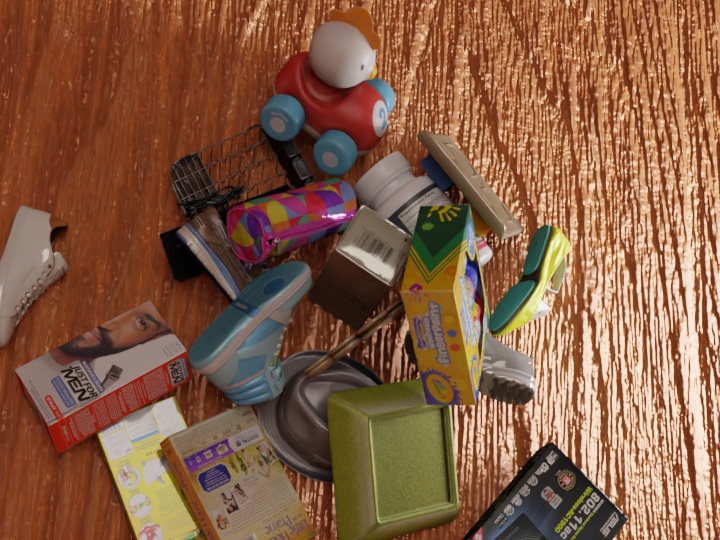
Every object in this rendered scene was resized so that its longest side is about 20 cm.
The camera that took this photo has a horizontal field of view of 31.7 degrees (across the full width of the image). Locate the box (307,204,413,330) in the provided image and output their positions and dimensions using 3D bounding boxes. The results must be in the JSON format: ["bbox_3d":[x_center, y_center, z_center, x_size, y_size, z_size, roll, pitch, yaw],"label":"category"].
[{"bbox_3d":[0.000,0.000,1.711,0.094,0.200,0.078,32,67,1],"label":"box"}]

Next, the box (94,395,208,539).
[{"bbox_3d":[-0.256,0.278,1.637,0.116,0.048,0.202,-19,74,-19],"label":"box"}]

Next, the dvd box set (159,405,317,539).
[{"bbox_3d":[-0.155,0.283,1.634,0.145,0.029,0.202,-21,78,-46],"label":"dvd box set"}]

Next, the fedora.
[{"bbox_3d":[-0.036,0.187,1.696,0.198,0.090,0.178,31,67,-1],"label":"fedora"}]

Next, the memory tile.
[{"bbox_3d":[0.013,0.077,1.674,0.017,0.153,0.200,53,28,3],"label":"memory tile"}]

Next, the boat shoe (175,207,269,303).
[{"bbox_3d":[-0.160,0.003,1.702,0.072,0.072,0.201,-42,118,-9],"label":"boat shoe"}]

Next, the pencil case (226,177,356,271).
[{"bbox_3d":[-0.088,-0.065,1.690,0.199,0.088,0.089,-23,76,-45],"label":"pencil case"}]

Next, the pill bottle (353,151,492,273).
[{"bbox_3d":[0.083,-0.063,1.797,0.119,0.120,0.201,-35,81,-22],"label":"pill bottle"}]

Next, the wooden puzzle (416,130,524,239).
[{"bbox_3d":[0.151,-0.115,1.807,0.046,0.200,0.186,-39,83,12],"label":"wooden puzzle"}]

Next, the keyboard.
[{"bbox_3d":[-0.179,-0.068,1.735,0.198,0.040,0.106,-22,113,-18],"label":"keyboard"}]

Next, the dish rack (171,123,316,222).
[{"bbox_3d":[-0.164,-0.121,1.797,0.198,0.055,0.155,-26,78,-18],"label":"dish rack"}]

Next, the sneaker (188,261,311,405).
[{"bbox_3d":[-0.119,0.091,1.664,0.200,0.079,0.131,-42,120,-9],"label":"sneaker"}]

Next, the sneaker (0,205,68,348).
[{"bbox_3d":[-0.436,0.012,1.673,0.083,0.073,0.203,13,67,-6],"label":"sneaker"}]

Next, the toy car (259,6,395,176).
[{"bbox_3d":[-0.019,-0.276,1.777,0.176,0.201,0.185,33,45,0],"label":"toy car"}]

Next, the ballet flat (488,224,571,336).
[{"bbox_3d":[0.255,0.026,1.840,0.067,0.067,0.202,39,64,-20],"label":"ballet flat"}]

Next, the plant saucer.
[{"bbox_3d":[0.056,0.249,1.654,0.197,0.048,0.204,-5,91,-36],"label":"plant saucer"}]

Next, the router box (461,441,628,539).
[{"bbox_3d":[0.246,0.358,1.717,0.150,0.062,0.200,44,67,3],"label":"router box"}]

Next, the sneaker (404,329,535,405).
[{"bbox_3d":[0.154,0.123,1.787,0.197,0.075,0.083,23,45,-6],"label":"sneaker"}]

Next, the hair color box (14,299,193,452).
[{"bbox_3d":[-0.331,0.134,1.639,0.198,0.065,0.111,-28,51,-22],"label":"hair color box"}]

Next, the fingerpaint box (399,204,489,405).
[{"bbox_3d":[0.115,0.045,1.637,0.072,0.202,0.168,-1,40,16],"label":"fingerpaint box"}]
